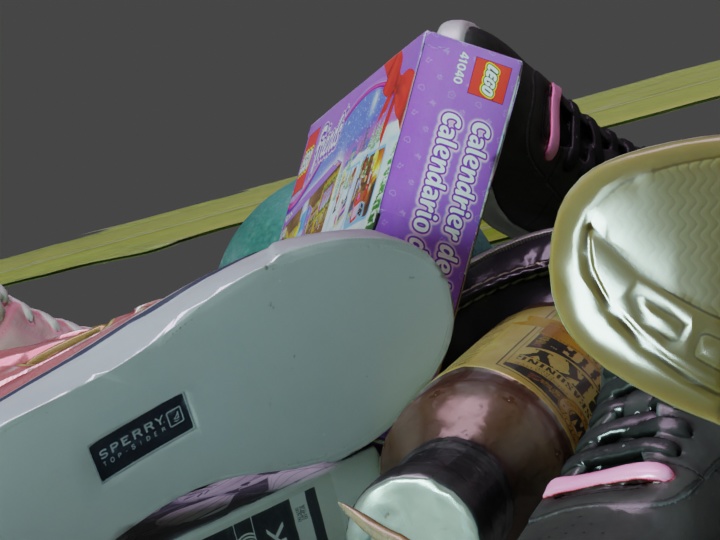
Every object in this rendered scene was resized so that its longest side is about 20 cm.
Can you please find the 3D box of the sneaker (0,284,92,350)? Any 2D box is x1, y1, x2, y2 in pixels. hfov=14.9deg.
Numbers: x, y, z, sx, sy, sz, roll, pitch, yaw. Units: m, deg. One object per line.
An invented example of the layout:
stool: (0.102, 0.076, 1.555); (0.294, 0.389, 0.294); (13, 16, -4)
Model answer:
sneaker: (-0.158, 0.037, 1.307); (0.075, 0.105, 0.200); (-11, 6, 46)

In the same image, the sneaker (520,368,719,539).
sneaker: (0.079, 0.034, 0.750); (0.070, 0.100, 0.200); (-8, 10, 32)

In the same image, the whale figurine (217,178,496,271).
whale figurine: (0.011, 0.002, 1.199); (0.158, 0.105, 0.200); (-7, 7, 21)

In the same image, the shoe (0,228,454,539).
shoe: (-0.071, 0.037, 0.863); (0.199, 0.072, 0.091); (-27, 22, -28)

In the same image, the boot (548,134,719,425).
boot: (0.142, 0.003, 0.685); (0.198, 0.073, 0.155); (4, 4, 0)

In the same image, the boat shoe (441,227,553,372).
boat shoe: (0.111, 0.017, 1.033); (0.198, 0.074, 0.060); (-7, 1, -5)

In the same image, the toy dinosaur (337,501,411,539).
toy dinosaur: (0.102, 0.076, 0.631); (0.198, 0.061, 0.106); (-1, -6, -11)

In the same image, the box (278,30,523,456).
box: (0.000, 0.000, 1.002); (0.039, 0.138, 0.200); (17, -9, -10)

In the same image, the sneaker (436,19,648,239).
sneaker: (0.104, -0.039, 1.090); (0.099, 0.200, 0.071); (-10, 50, 27)

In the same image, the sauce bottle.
sauce bottle: (0.043, 0.059, 0.856); (0.064, 0.065, 0.200); (-12, 9, 19)

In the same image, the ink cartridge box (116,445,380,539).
ink cartridge box: (-0.087, 0.104, 0.874); (0.099, 0.039, 0.200); (-8, 10, 41)
